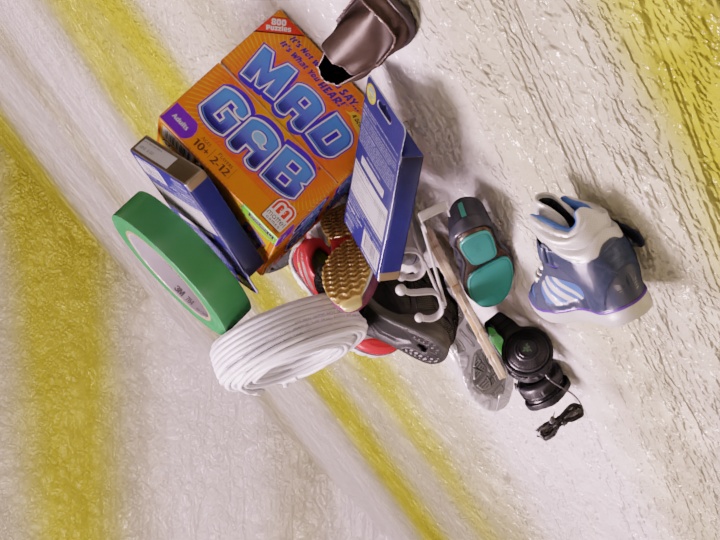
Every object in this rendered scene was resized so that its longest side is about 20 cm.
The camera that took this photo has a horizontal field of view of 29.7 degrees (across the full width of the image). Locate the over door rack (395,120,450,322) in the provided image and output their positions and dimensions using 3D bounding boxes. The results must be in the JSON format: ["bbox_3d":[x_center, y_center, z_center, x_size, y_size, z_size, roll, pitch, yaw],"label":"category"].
[{"bbox_3d":[0.051,-0.051,1.585,0.201,0.066,0.148,87,165,-51],"label":"over door rack"}]

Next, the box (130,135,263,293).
[{"bbox_3d":[-0.185,-0.064,1.608,0.121,0.032,0.200,32,159,42],"label":"box"}]

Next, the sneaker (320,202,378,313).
[{"bbox_3d":[0.000,0.000,1.647,0.201,0.075,0.090,-93,-23,-54],"label":"sneaker"}]

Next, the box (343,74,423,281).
[{"bbox_3d":[0.026,-0.104,1.514,0.121,0.032,0.201,-118,29,-46],"label":"box"}]

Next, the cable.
[{"bbox_3d":[-0.088,0.089,1.687,0.070,0.199,0.200,68,-164,12],"label":"cable"}]

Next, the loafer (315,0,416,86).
[{"bbox_3d":[0.002,-0.235,1.413,0.073,0.071,0.200,45,164,2],"label":"loafer"}]

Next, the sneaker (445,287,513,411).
[{"bbox_3d":[0.142,0.106,1.891,0.201,0.078,0.099,58,169,-8],"label":"sneaker"}]

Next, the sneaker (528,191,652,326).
[{"bbox_3d":[0.212,-0.022,1.403,0.147,0.080,0.200,59,164,-15],"label":"sneaker"}]

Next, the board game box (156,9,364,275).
[{"bbox_3d":[-0.111,-0.150,1.664,0.200,0.200,0.200,45,164,2],"label":"board game box"}]

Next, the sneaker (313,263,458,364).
[{"bbox_3d":[0.040,0.032,1.764,0.198,0.114,0.076,26,138,5],"label":"sneaker"}]

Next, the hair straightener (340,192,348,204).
[{"bbox_3d":[-0.064,-0.131,1.810,0.200,0.077,0.041,41,165,17],"label":"hair straightener"}]

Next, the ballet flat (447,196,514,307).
[{"bbox_3d":[0.138,-0.027,1.595,0.073,0.073,0.200,38,168,27],"label":"ballet flat"}]

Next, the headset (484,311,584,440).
[{"bbox_3d":[0.212,0.136,1.726,0.200,0.094,0.124,44,169,50],"label":"headset"}]

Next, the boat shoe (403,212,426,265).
[{"bbox_3d":[0.034,-0.056,1.761,0.073,0.067,0.200,38,162,27],"label":"boat shoe"}]

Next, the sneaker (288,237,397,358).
[{"bbox_3d":[-0.019,0.038,1.820,0.200,0.077,0.085,46,158,-5],"label":"sneaker"}]

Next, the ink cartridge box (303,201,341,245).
[{"bbox_3d":[-0.089,-0.098,1.935,0.200,0.084,0.176,38,161,27],"label":"ink cartridge box"}]

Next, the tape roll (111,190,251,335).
[{"bbox_3d":[-0.219,-0.008,1.666,0.200,0.048,0.201,43,165,14],"label":"tape roll"}]

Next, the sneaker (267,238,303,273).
[{"bbox_3d":[-0.132,-0.076,1.854,0.085,0.074,0.201,58,168,35],"label":"sneaker"}]

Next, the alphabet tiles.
[{"bbox_3d":[0.130,0.043,1.697,0.201,0.015,0.196,60,-175,-32],"label":"alphabet tiles"}]
